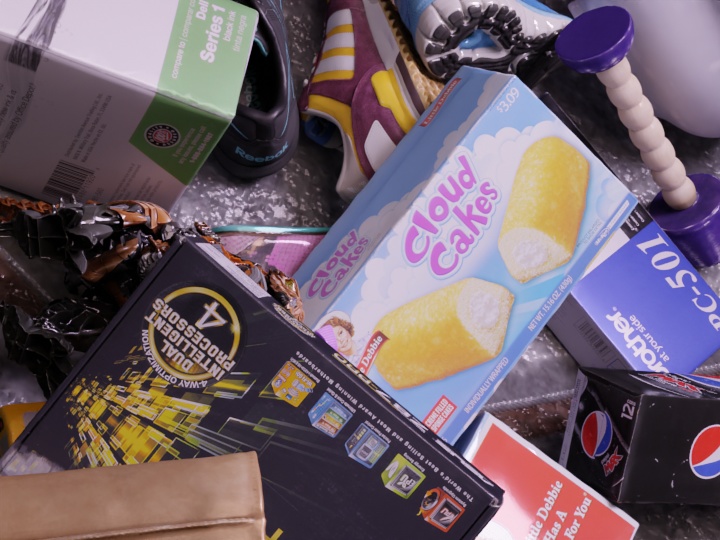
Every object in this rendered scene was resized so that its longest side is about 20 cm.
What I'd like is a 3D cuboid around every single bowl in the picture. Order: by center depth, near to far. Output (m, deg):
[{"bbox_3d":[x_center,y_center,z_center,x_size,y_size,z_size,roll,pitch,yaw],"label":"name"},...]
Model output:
[{"bbox_3d":[0.202,-0.163,1.224,0.090,0.201,0.201,-32,79,10],"label":"bowl"}]

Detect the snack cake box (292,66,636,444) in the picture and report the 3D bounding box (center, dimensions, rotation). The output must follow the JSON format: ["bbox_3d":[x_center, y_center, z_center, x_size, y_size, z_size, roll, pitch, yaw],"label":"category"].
[{"bbox_3d":[0.048,-0.003,1.035,0.115,0.067,0.200,42,82,-26],"label":"snack cake box"}]

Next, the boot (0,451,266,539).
[{"bbox_3d":[-0.145,0.098,0.823,0.200,0.066,0.175,-2,81,-6],"label":"boot"}]

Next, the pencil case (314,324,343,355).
[{"bbox_3d":[0.010,0.133,0.926,0.200,0.085,0.084,51,21,5],"label":"pencil case"}]

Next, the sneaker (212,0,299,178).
[{"bbox_3d":[-0.074,-0.159,1.100,0.075,0.079,0.200,-14,79,-9],"label":"sneaker"}]

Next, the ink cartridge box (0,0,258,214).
[{"bbox_3d":[-0.178,-0.112,1.005,0.200,0.146,0.084,20,57,-16],"label":"ink cartridge box"}]

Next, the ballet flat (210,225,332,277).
[{"bbox_3d":[0.000,0.000,1.091,0.200,0.069,0.071,-7,87,-24],"label":"ballet flat"}]

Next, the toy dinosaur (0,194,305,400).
[{"bbox_3d":[-0.131,0.003,0.983,0.136,0.200,0.102,-23,108,-53],"label":"toy dinosaur"}]

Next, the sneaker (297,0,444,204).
[{"bbox_3d":[-0.007,-0.129,1.143,0.075,0.090,0.200,44,19,-42],"label":"sneaker"}]

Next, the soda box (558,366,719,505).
[{"bbox_3d":[0.222,0.103,1.111,0.200,0.063,0.071,6,100,-32],"label":"soda box"}]

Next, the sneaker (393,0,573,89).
[{"bbox_3d":[0.078,-0.166,1.156,0.090,0.078,0.200,56,16,20],"label":"sneaker"}]

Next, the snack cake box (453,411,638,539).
[{"bbox_3d":[0.061,0.194,1.014,0.115,0.067,0.200,36,55,-3],"label":"snack cake box"}]

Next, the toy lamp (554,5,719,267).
[{"bbox_3d":[0.191,-0.080,1.171,0.200,0.058,0.058,55,46,-37],"label":"toy lamp"}]

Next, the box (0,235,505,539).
[{"bbox_3d":[-0.056,0.106,0.874,0.200,0.049,0.161,40,96,6],"label":"box"}]

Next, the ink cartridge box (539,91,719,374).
[{"bbox_3d":[0.146,-0.010,1.172,0.094,0.044,0.200,-36,84,-33],"label":"ink cartridge box"}]

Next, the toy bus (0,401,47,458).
[{"bbox_3d":[-0.097,0.109,0.982,0.200,0.065,0.078,-3,65,-26],"label":"toy bus"}]
